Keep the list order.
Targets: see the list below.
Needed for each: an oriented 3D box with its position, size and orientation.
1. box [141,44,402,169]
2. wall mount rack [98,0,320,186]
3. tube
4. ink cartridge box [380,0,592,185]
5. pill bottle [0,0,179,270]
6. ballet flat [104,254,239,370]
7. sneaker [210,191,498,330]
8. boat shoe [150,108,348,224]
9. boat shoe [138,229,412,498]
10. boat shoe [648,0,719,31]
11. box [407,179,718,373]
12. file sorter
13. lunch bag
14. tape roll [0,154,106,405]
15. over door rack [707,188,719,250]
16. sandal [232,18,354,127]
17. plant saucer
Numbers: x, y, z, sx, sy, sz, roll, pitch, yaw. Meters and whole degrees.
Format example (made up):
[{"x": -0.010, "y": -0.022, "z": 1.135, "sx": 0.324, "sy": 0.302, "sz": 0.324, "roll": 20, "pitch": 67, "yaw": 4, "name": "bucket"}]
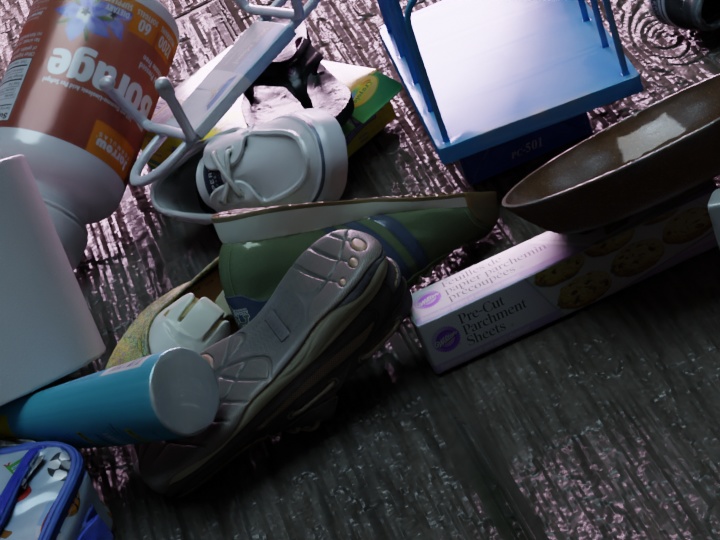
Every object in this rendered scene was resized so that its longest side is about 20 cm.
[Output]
[{"x": -0.064, "y": -0.108, "z": 1.608, "sx": 0.117, "sy": 0.048, "sz": 0.200, "roll": -40, "pitch": 32, "yaw": -26, "name": "box"}, {"x": -0.099, "y": -0.148, "z": 1.481, "sx": 0.200, "sy": 0.075, "sz": 0.174, "roll": -50, "pitch": 22, "yaw": -10, "name": "wall mount rack"}, {"x": -0.164, "y": 0.085, "z": 1.309, "sx": 0.200, "sy": 0.077, "sz": 0.051, "roll": -15, "pitch": 63, "yaw": 47, "name": "tube"}, {"x": 0.085, "y": -0.136, "z": 1.549, "sx": 0.094, "sy": 0.044, "sz": 0.200, "roll": -23, "pitch": 31, "yaw": -3, "name": "ink cartridge box"}, {"x": -0.211, "y": -0.106, "z": 1.591, "sx": 0.112, "sy": 0.112, "sz": 0.201, "roll": 2, "pitch": 65, "yaw": 36, "name": "pill bottle"}, {"x": -0.088, "y": 0.025, "z": 1.387, "sx": 0.071, "sy": 0.071, "sz": 0.200, "roll": 10, "pitch": 42, "yaw": 43, "name": "ballet flat"}, {"x": 0.000, "y": 0.000, "z": 1.378, "sx": 0.200, "sy": 0.090, "sz": 0.067, "roll": -6, "pitch": 2, "yaw": -31, "name": "sneaker"}, {"x": -0.078, "y": -0.060, "z": 1.473, "sx": 0.065, "sy": 0.074, "sz": 0.200, "roll": -11, "pitch": -5, "yaw": -31, "name": "boat shoe"}, {"x": -0.045, "y": 0.067, "z": 1.300, "sx": 0.200, "sy": 0.073, "sz": 0.075, "roll": -43, "pitch": 36, "yaw": 9, "name": "boat shoe"}, {"x": 0.291, "y": -0.234, "z": 1.529, "sx": 0.199, "sy": 0.074, "sz": 0.068, "roll": -34, "pitch": 28, "yaw": -16, "name": "boat shoe"}, {"x": 0.125, "y": -0.001, "z": 1.320, "sx": 0.199, "sy": 0.042, "sz": 0.039, "roll": -24, "pitch": 30, "yaw": -2, "name": "box"}, {"x": 0.083, "y": -0.187, "z": 1.467, "sx": 0.138, "sy": 0.123, "sz": 0.200, "roll": -20, "pitch": 30, "yaw": -1, "name": "file sorter"}, {"x": -0.230, "y": 0.178, "z": 1.254, "sx": 0.160, "sy": 0.076, "sz": 0.200, "roll": -8, "pitch": 36, "yaw": 22, "name": "lunch bag"}, {"x": -0.277, "y": 0.027, "z": 1.381, "sx": 0.202, "sy": 0.140, "sz": 0.203, "roll": -23, "pitch": 3, "yaw": 1, "name": "tape roll"}, {"x": 0.288, "y": -0.049, "z": 1.240, "sx": 0.147, "sy": 0.067, "sz": 0.200, "roll": -11, "pitch": 14, "yaw": 23, "name": "over door rack"}, {"x": -0.059, "y": -0.143, "z": 1.565, "sx": 0.075, "sy": 0.048, "sz": 0.201, "roll": -25, "pitch": 30, "yaw": -3, "name": "sandal"}, {"x": 0.179, "y": -0.071, "z": 1.288, "sx": 0.200, "sy": 0.035, "sz": 0.200, "roll": -27, "pitch": 6, "yaw": 3, "name": "plant saucer"}]
